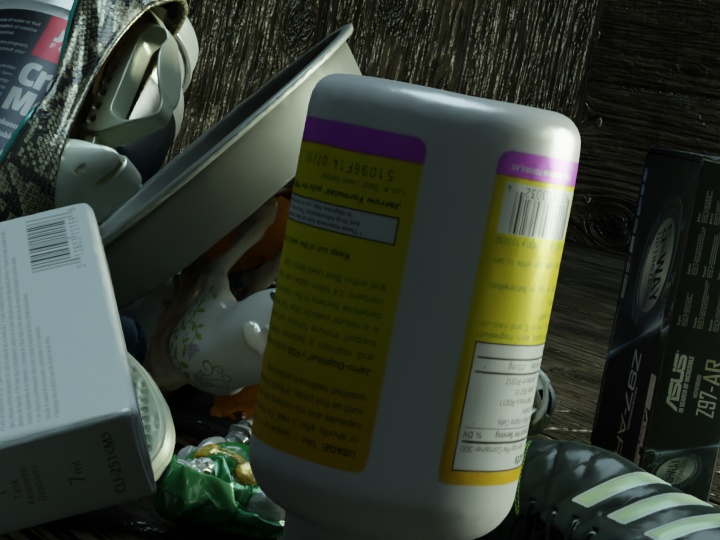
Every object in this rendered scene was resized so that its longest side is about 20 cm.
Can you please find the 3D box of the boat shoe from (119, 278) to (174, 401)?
[{"bbox_3d":[-0.128,0.032,1.062,0.068,0.075,0.200,26,-7,-3],"label":"boat shoe"}]

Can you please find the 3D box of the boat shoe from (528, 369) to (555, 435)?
[{"bbox_3d":[0.088,0.076,1.128,0.069,0.071,0.200,8,-2,5],"label":"boat shoe"}]

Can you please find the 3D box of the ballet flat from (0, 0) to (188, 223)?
[{"bbox_3d":[-0.138,-0.077,0.941,0.075,0.201,0.068,8,-32,17],"label":"ballet flat"}]

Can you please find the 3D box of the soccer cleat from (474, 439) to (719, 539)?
[{"bbox_3d":[0.108,0.118,0.727,0.199,0.068,0.081,14,19,29],"label":"soccer cleat"}]

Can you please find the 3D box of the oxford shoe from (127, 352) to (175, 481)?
[{"bbox_3d":[-0.148,0.063,0.807,0.199,0.058,0.075,17,47,43],"label":"oxford shoe"}]

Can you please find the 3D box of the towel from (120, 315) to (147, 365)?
[{"bbox_3d":[-0.218,0.034,0.928,0.199,0.049,0.112,12,-13,-21],"label":"towel"}]

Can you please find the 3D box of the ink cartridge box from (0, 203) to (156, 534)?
[{"bbox_3d":[-0.181,0.046,0.732,0.173,0.044,0.200,-14,27,-7],"label":"ink cartridge box"}]

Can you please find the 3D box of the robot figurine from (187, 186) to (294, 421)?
[{"bbox_3d":[0.000,0.000,0.927,0.199,0.146,0.058,-22,-19,29],"label":"robot figurine"}]

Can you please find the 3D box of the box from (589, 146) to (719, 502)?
[{"bbox_3d":[0.189,0.030,1.079,0.043,0.201,0.160,10,6,-3],"label":"box"}]

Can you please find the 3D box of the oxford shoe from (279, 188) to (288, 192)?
[{"bbox_3d":[-0.046,-0.005,1.115,0.084,0.073,0.200,3,27,2],"label":"oxford shoe"}]

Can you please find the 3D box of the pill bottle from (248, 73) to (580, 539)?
[{"bbox_3d":[0.015,0.032,0.676,0.104,0.201,0.104,11,5,-1],"label":"pill bottle"}]

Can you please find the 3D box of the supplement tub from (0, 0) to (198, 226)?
[{"bbox_3d":[-0.187,-0.074,1.046,0.140,0.201,0.141,17,-30,10],"label":"supplement tub"}]

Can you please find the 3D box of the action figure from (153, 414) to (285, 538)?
[{"bbox_3d":[-0.023,0.090,0.822,0.118,0.055,0.200,18,12,34],"label":"action figure"}]

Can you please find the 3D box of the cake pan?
[{"bbox_3d":[-0.071,-0.049,0.917,0.037,0.200,0.200,50,-1,-9],"label":"cake pan"}]

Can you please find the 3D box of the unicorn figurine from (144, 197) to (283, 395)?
[{"bbox_3d":[-0.033,0.019,0.824,0.074,0.138,0.200,42,-38,-13],"label":"unicorn figurine"}]
